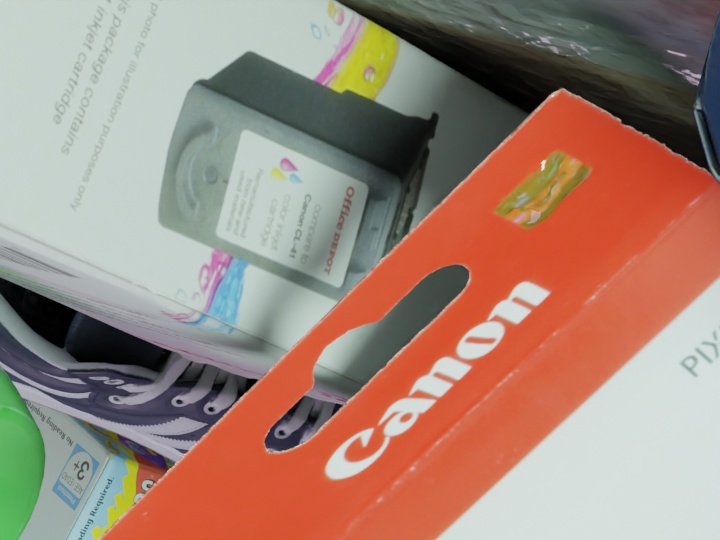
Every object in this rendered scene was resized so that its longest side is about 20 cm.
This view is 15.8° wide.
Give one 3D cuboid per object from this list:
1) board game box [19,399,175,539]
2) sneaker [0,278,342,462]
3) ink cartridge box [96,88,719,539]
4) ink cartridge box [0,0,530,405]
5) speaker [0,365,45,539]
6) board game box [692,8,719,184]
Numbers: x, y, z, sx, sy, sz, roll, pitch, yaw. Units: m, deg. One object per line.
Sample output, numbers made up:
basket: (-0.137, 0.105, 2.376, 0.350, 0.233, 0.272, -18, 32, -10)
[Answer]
board game box: (-0.072, 0.114, 0.991, 0.199, 0.103, 0.105, 23, -172, -45)
sneaker: (-0.041, 0.023, 0.793, 0.199, 0.071, 0.108, 17, 165, -11)
ink cartridge box: (0.054, 0.052, 0.621, 0.200, 0.163, 0.057, 18, -148, -56)
ink cartridge box: (-0.066, -0.037, 0.626, 0.199, 0.086, 0.147, 25, 173, -42)
speaker: (-0.171, 0.008, 0.671, 0.200, 0.089, 0.088, 39, -177, 30)
board game box: (0.183, 0.025, 0.511, 0.199, 0.062, 0.200, 16, 171, 31)
